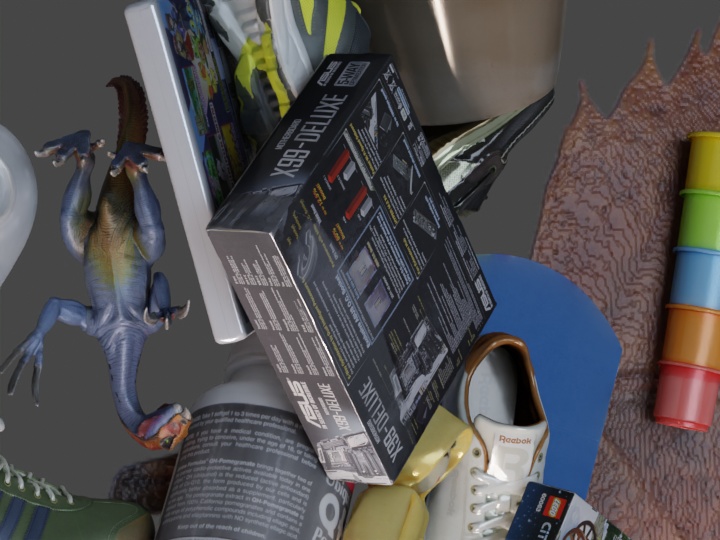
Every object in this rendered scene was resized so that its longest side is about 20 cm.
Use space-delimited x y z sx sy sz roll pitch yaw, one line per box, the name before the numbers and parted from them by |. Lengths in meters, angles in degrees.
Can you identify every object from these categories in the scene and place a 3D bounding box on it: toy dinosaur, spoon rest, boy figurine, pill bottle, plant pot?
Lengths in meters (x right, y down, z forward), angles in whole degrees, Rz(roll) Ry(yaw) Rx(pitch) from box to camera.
toy dinosaur | -0.130 0.008 1.487 0.200 0.105 0.182 -58 144 -52
spoon rest | -0.239 0.001 1.475 0.099 0.061 0.201 7 72 -26
boy figurine | 0.020 0.177 1.503 0.064 0.124 0.201 10 73 16
pill bottle | -0.061 0.136 1.503 0.110 0.111 0.201 27 60 -22
plant pot | 0.053 -0.192 1.558 0.199 0.200 0.174 -21 115 -25

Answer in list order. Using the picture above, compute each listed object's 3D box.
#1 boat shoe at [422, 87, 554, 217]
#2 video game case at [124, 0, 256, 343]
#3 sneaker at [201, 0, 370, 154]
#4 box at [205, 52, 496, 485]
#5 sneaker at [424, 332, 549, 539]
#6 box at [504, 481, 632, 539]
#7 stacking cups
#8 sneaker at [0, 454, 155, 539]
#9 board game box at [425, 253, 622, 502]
boat shoe | 0.052 -0.063 1.607 0.200 0.073 0.065 -37 119 -20
video game case | -0.082 -0.068 1.492 0.023 0.182 0.201 -13 95 13
sneaker | -0.042 -0.158 1.488 0.084 0.074 0.201 -23 107 -43
box | 0.000 0.000 1.447 0.158 0.050 0.200 -58 137 -37
sneaker | 0.079 0.135 1.545 0.072 0.085 0.201 1 77 -13
box | 0.113 0.248 1.532 0.137 0.038 0.201 39 69 -46
stacking cups | 0.236 0.008 1.691 0.060 0.060 0.201 13 82 -25
sneaker | -0.217 0.137 1.465 0.199 0.067 0.090 -7 95 -24
board game box | 0.081 0.090 1.629 0.157 0.039 0.201 20 75 -19
